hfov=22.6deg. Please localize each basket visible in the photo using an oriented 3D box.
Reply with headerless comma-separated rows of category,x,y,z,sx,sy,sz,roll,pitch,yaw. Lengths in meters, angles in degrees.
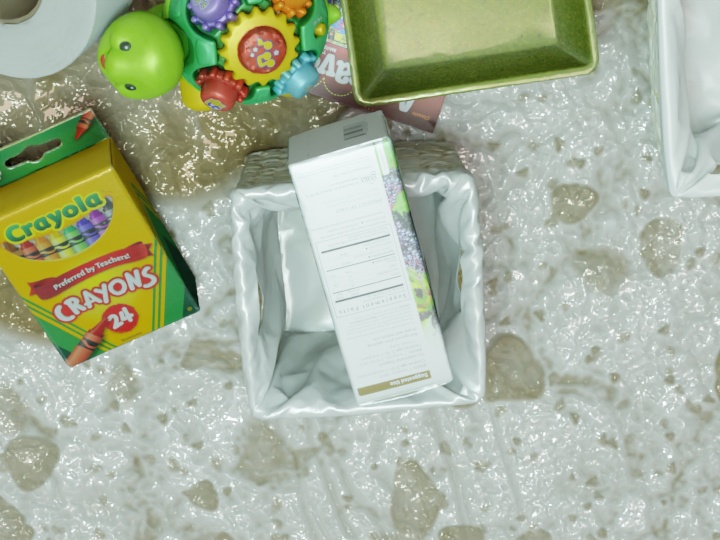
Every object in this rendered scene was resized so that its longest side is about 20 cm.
basket,0.000,0.000,1.488,0.199,0.161,0.200,-4,109,1
basket,0.300,-0.173,1.454,0.135,0.123,0.201,-5,108,1

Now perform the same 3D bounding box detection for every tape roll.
tape roll,-0.272,-0.253,1.399,0.201,0.071,0.203,16,130,19

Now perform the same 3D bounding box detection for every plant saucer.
plant saucer,0.080,-0.244,1.450,0.199,0.048,0.201,-8,94,3

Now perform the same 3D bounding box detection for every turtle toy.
turtle toy,-0.109,-0.184,1.413,0.199,0.101,0.147,-11,120,-12

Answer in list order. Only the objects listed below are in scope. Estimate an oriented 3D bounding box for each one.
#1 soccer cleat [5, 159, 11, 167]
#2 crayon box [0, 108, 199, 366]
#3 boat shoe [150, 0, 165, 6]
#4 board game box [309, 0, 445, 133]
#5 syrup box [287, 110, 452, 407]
soccer cleat,-0.391,-0.069,1.511,0.199,0.065,0.084,1,111,-2
crayon box,-0.233,-0.024,1.495,0.126,0.051,0.201,-24,127,7
boat shoe,-0.208,-0.273,1.439,0.199,0.075,0.069,32,100,-12
board game box,-0.017,-0.193,1.498,0.199,0.019,0.104,17,108,-6
syrup box,0.008,-0.008,1.361,0.081,0.079,0.201,-15,109,3
